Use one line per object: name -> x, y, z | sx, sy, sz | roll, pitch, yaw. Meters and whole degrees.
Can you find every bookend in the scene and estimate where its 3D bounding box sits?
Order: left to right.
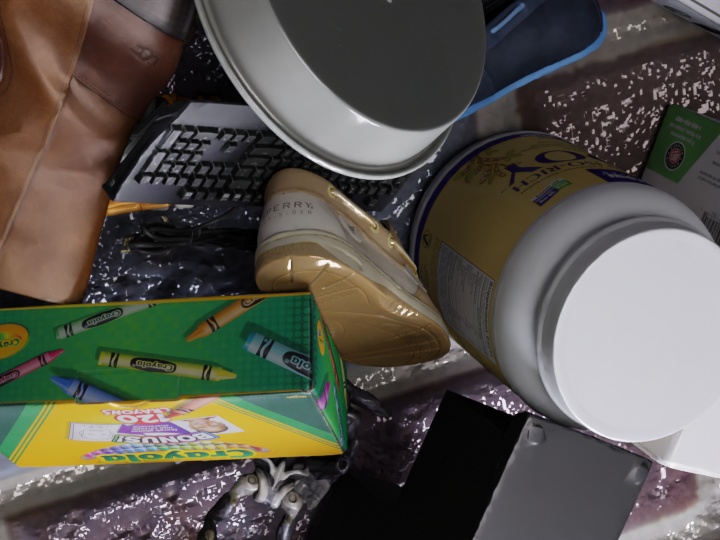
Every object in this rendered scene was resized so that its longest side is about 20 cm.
bookend -> 0.054, 0.160, 1.113 | 0.091, 0.200, 0.200 | 21, 95, -25

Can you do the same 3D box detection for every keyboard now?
keyboard -> -0.055, -0.044, 1.004 | 0.199, 0.021, 0.127 | 1, 144, -44

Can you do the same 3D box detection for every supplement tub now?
supplement tub -> 0.125, 0.007, 1.086 | 0.144, 0.200, 0.147 | -6, 109, -19

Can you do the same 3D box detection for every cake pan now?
cake pan -> -0.005, -0.149, 0.970 | 0.199, 0.037, 0.202 | 21, 58, -38

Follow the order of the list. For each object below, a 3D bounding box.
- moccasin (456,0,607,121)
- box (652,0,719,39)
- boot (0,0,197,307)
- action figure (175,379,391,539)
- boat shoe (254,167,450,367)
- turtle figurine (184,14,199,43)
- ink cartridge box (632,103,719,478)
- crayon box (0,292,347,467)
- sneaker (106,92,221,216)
moccasin -> 0.053, -0.133, 1.094 | 0.199, 0.080, 0.069 | -29, 111, -26
box -> 0.206, -0.214, 1.106 | 0.199, 0.060, 0.118 | 23, 97, -36
boot -> -0.199, -0.101, 0.972 | 0.187, 0.069, 0.201 | 22, 103, -14
action figure -> -0.059, 0.118, 1.111 | 0.118, 0.102, 0.202 | 27, 70, -18
boat shoe -> 0.000, 0.000, 1.037 | 0.073, 0.070, 0.200 | -11, 156, 17
turtle figurine -> -0.107, -0.212, 1.003 | 0.199, 0.064, 0.162 | -34, 115, -8
ink cartridge box -> 0.224, 0.014, 1.157 | 0.083, 0.145, 0.202 | 16, 101, -24
crayon box -> -0.113, 0.063, 1.016 | 0.198, 0.119, 0.059 | -3, 69, 8
sneaker -> -0.121, -0.075, 1.037 | 0.198, 0.078, 0.078 | -12, 103, -18
